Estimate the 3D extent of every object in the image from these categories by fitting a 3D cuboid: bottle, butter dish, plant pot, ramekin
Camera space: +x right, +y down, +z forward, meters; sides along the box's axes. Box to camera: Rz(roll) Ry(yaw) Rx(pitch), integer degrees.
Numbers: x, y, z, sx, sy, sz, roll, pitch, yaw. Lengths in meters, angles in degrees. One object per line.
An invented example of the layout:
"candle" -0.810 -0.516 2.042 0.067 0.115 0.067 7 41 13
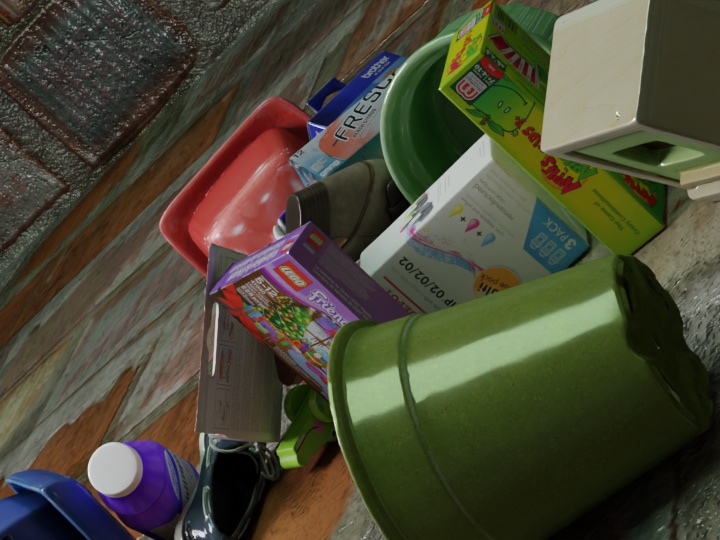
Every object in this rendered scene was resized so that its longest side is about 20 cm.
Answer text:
"bottle" -0.196 0.199 1.774 0.065 0.084 0.200 -20 -20 6
"butter dish" -0.074 -0.041 1.964 0.200 0.200 0.148 -47 16 6
"plant pot" -0.293 0.296 1.773 0.180 0.200 0.200 -47 13 -16
"ramekin" 0.125 -0.129 1.648 0.200 0.200 0.098 -39 11 32
"plant pot" 0.113 0.084 1.214 0.190 0.200 0.200 -27 22 23

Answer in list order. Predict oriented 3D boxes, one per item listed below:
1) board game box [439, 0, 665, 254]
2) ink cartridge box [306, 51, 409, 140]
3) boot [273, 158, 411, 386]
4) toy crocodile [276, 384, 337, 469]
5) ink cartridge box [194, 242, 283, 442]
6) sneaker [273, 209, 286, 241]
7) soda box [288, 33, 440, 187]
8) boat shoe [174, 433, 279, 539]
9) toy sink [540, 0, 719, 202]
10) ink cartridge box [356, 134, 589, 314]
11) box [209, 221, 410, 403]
"board game box" 0.152 -0.109 1.495 0.048 0.200 0.102 -40 17 28
"ink cartridge box" 0.044 -0.136 1.870 0.199 0.077 0.136 17 47 32
"boot" 0.000 0.000 1.701 0.070 0.146 0.201 35 125 51
"toy crocodile" -0.015 0.097 1.750 0.067 0.062 0.200 -24 33 57
"ink cartridge box" -0.117 0.065 1.669 0.200 0.050 0.162 19 -106 -70
"sneaker" -0.028 -0.016 1.866 0.073 0.114 0.200 -35 -5 5
"soda box" 0.036 -0.129 1.750 0.200 0.068 0.064 -41 37 -14
"boat shoe" -0.118 0.183 1.777 0.062 0.075 0.200 -38 19 39
"toy sink" 0.249 -0.118 1.374 0.130 0.199 0.112 -13 68 64
"ink cartridge box" 0.079 -0.003 1.603 0.200 0.115 0.068 -44 16 20
"box" -0.012 0.056 1.547 0.137 0.200 0.039 -27 24 55
